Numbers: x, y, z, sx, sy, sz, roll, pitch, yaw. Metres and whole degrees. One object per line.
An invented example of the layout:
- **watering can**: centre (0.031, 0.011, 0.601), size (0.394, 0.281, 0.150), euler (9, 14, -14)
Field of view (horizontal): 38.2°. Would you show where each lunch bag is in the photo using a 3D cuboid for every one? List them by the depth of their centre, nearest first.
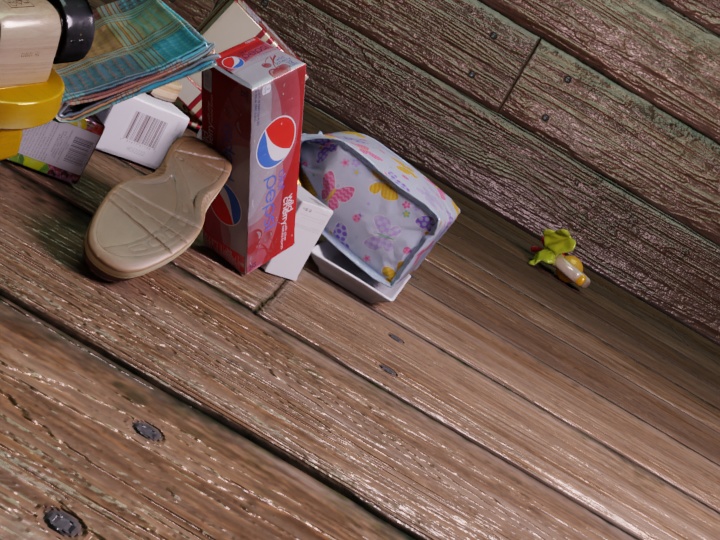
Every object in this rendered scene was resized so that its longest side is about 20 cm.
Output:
- **lunch bag**: centre (0.002, -0.085, 1.220), size (0.200, 0.127, 0.170), euler (41, 14, 4)

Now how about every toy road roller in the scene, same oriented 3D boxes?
- **toy road roller**: centre (-0.309, -0.167, 0.774), size (0.199, 0.147, 0.123), euler (36, 30, 19)

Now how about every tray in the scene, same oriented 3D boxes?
- **tray**: centre (0.000, 0.000, 1.213), size (0.107, 0.022, 0.200), euler (30, 11, 4)

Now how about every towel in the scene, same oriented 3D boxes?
- **towel**: centre (-0.219, -0.191, 0.897), size (0.200, 0.146, 0.022), euler (46, -24, 51)

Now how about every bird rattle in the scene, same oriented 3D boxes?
- **bird rattle**: centre (0.458, -0.014, 2.396), size (0.163, 0.113, 0.200), euler (45, 1, 13)

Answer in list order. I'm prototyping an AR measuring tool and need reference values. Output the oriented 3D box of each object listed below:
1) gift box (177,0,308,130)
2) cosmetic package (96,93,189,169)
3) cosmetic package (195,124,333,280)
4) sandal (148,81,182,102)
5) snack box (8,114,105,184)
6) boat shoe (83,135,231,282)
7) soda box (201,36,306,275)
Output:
- **gift box**: centre (-0.212, -0.311, 1.599), size (0.200, 0.187, 0.185), euler (43, 9, -15)
- **cosmetic package**: centre (-0.293, -0.196, 1.187), size (0.101, 0.072, 0.200), euler (18, 17, -47)
- **cosmetic package**: centre (-0.118, -0.076, 1.088), size (0.050, 0.083, 0.200), euler (15, 18, -47)
- **sandal**: centre (-0.250, -0.236, 1.099), size (0.077, 0.070, 0.211), euler (34, 12, 20)
- **snack box**: centre (-0.348, -0.167, 0.922), size (0.199, 0.068, 0.169), euler (19, 16, -40)
- **boat shoe**: centre (-0.165, -0.037, 0.827), size (0.072, 0.072, 0.200), euler (33, 32, -7)
- **soda box**: centre (-0.098, -0.099, 0.931), size (0.063, 0.201, 0.070), euler (32, 46, 26)
